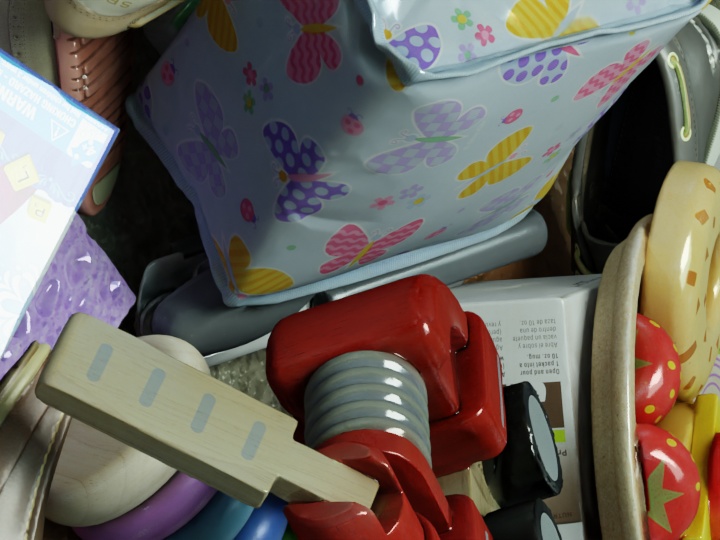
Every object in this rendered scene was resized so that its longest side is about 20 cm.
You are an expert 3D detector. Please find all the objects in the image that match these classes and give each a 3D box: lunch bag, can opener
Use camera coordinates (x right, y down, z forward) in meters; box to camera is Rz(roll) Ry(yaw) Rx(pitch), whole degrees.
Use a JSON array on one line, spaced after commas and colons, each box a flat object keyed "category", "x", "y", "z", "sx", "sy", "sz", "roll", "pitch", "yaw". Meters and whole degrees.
[{"category": "lunch bag", "x": 0.034, "y": -0.089, "z": 1.067, "sx": 0.199, "sy": 0.170, "sz": 0.128, "roll": -14, "pitch": 68, "yaw": -35}, {"category": "can opener", "x": 0.000, "y": 0.000, "z": 1.133, "sx": 0.199, "sy": 0.067, "sz": 0.054, "roll": -18, "pitch": 115, "yaw": -27}]

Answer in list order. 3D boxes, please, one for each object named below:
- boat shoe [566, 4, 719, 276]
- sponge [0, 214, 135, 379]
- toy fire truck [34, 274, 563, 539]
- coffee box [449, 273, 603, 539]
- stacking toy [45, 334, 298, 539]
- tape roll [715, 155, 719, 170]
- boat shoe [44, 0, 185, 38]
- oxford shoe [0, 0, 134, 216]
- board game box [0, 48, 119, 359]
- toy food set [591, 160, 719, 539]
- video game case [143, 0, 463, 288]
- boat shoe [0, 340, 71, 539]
[{"category": "boat shoe", "x": 0.123, "y": -0.022, "z": 1.256, "sx": 0.060, "sy": 0.071, "sz": 0.203, "roll": -14, "pitch": 117, "yaw": -49}, {"category": "sponge", "x": -0.173, "y": -0.028, "z": 1.024, "sx": 0.201, "sy": 0.030, "sz": 0.112, "roll": 55, "pitch": 50, "yaw": -21}, {"category": "toy fire truck", "x": -0.014, "y": 0.063, "z": 0.982, "sx": 0.177, "sy": 0.128, "sz": 0.201, "roll": -91, "pitch": 160, "yaw": -50}, {"category": "coffee box", "x": 0.072, "y": 0.107, "z": 1.159, "sx": 0.114, "sy": 0.079, "sz": 0.202, "roll": -13, "pitch": 99, "yaw": -70}, {"category": "stacking toy", "x": -0.042, "y": 0.117, "z": 1.092, "sx": 0.200, "sy": 0.085, "sz": 0.086, "roll": 48, "pitch": 52, "yaw": -31}, {"category": "tape roll", "x": 0.249, "y": -0.035, "z": 1.416, "sx": 0.202, "sy": 0.071, "sz": 0.204, "roll": 12, "pitch": 73, "yaw": -44}, {"category": "boat shoe", "x": -0.065, "y": -0.149, "z": 1.061, "sx": 0.071, "sy": 0.065, "sz": 0.200, "roll": 42, "pitch": 34, "yaw": 0}, {"category": "oxford shoe", "x": -0.134, "y": -0.118, "z": 1.067, "sx": 0.071, "sy": 0.073, "sz": 0.202, "roll": -54, "pitch": 139, "yaw": -69}, {"category": "board game box", "x": -0.209, "y": -0.017, "z": 0.933, "sx": 0.199, "sy": 0.041, "sz": 0.201, "roll": 33, "pitch": 67, "yaw": -21}, {"category": "toy food set", "x": 0.138, "y": 0.072, "z": 1.162, "sx": 0.201, "sy": 0.048, "sz": 0.199, "roll": -77, "pitch": 157, "yaw": -46}, {"category": "video game case", "x": 0.018, "y": -0.098, "z": 1.187, "sx": 0.182, "sy": 0.022, "sz": 0.200, "roll": -53, "pitch": 126, "yaw": -21}, {"category": "boat shoe", "x": -0.137, "y": 0.124, "z": 0.971, "sx": 0.067, "sy": 0.072, "sz": 0.201, "roll": 24, "pitch": 77, "yaw": -6}]
